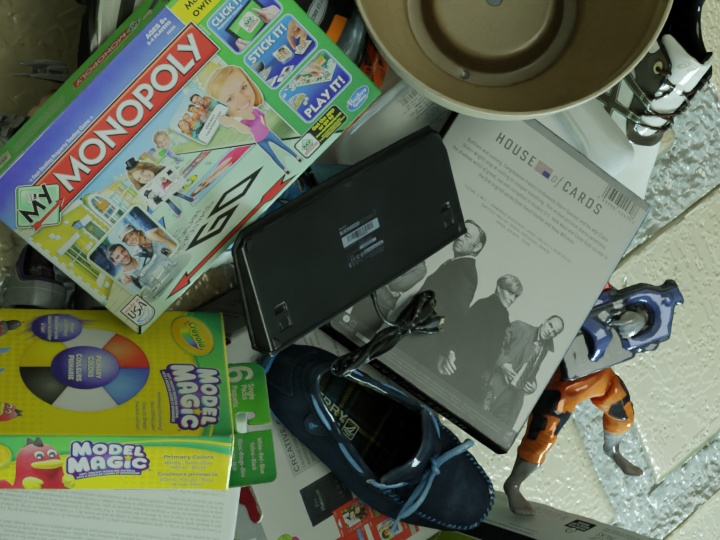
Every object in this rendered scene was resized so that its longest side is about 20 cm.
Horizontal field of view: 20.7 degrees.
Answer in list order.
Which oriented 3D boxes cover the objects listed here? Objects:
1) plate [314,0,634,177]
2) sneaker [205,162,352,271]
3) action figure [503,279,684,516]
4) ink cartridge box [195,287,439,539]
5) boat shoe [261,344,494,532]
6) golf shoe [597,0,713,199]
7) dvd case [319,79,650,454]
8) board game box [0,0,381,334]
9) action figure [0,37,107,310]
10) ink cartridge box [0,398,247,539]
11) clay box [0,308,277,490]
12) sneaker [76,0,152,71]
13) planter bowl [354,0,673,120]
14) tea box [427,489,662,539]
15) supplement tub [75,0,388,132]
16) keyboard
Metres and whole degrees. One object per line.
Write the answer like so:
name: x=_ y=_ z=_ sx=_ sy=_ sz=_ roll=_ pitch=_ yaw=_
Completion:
plate: x=0.067 y=-0.083 z=1.348 sx=0.199 sy=0.032 sz=0.200 roll=-39 pitch=114 yaw=2
sneaker: x=-0.055 y=-0.049 z=1.208 sx=0.200 sy=0.078 sz=0.090 roll=-6 pitch=135 yaw=-48
action figure: x=0.120 y=0.068 z=1.371 sx=0.200 sy=0.105 sz=0.194 roll=-10 pitch=107 yaw=-21
ink cartridge box: x=-0.042 y=0.109 z=1.309 sx=0.175 sy=0.084 sz=0.200 roll=-29 pitch=110 yaw=-30
boat shoe: x=0.017 y=0.118 z=1.257 sx=0.200 sy=0.069 sz=0.084 roll=31 pitch=77 yaw=-33
golf shoe: x=0.211 y=-0.132 z=1.465 sx=0.078 sy=0.094 sz=0.200 roll=2 pitch=95 yaw=-37
dvd case: x=0.085 y=-0.004 z=1.294 sx=0.150 sy=0.025 sz=0.200 roll=36 pitch=73 yaw=-11
board game box: x=-0.103 y=-0.076 z=1.106 sx=0.200 sy=0.029 sz=0.135 roll=-45 pitch=124 yaw=3
action figure: x=-0.177 y=-0.049 z=1.210 sx=0.130 sy=0.069 sz=0.200 roll=11 pitch=84 yaw=-29
ink cartridge box: x=-0.160 y=0.163 z=1.216 sx=0.162 sy=0.057 sz=0.200 roll=7 pitch=113 yaw=-4
clay box: x=-0.149 y=0.073 z=1.131 sx=0.200 sy=0.115 sz=0.048 roll=0 pitch=127 yaw=-9
sneaker: x=-0.101 y=-0.133 z=1.127 sx=0.115 sy=0.076 sz=0.201 roll=3 pitch=120 yaw=-13
planter bowl: x=0.088 y=-0.184 z=1.237 sx=0.200 sy=0.135 sz=0.201 roll=0 pitch=84 yaw=-3
tea box: x=0.080 y=0.256 z=1.340 sx=0.197 sy=0.200 sz=0.134 roll=-22 pitch=108 yaw=-33
supplement tub: x=-0.082 y=-0.168 z=1.230 sx=0.200 sy=0.122 sz=0.123 roll=38 pitch=73 yaw=-32
keyboard: x=0.000 y=0.000 z=1.203 sx=0.200 sy=0.021 sz=0.127 roll=-31 pitch=113 yaw=-43
